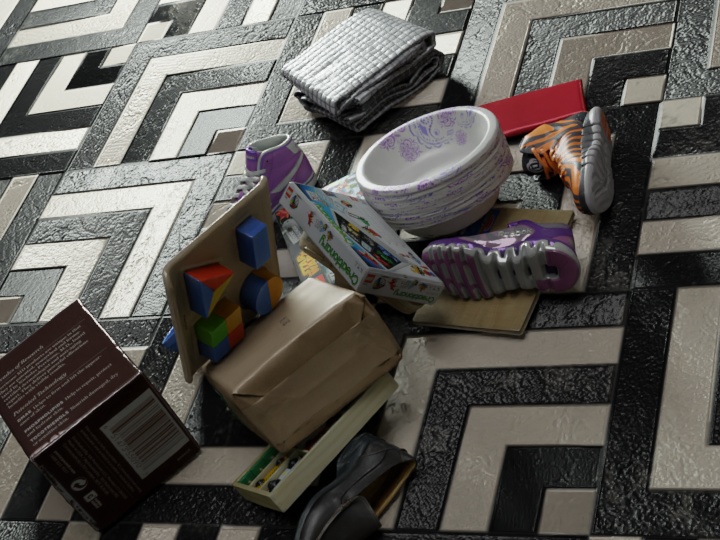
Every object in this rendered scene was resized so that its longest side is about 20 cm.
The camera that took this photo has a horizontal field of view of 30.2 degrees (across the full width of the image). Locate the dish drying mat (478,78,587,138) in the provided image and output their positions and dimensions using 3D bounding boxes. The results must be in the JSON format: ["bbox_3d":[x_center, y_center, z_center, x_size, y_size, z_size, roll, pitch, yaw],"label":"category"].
[{"bbox_3d":[0.215,-0.214,1.855,0.200,0.018,0.077,-14,44,16],"label":"dish drying mat"}]

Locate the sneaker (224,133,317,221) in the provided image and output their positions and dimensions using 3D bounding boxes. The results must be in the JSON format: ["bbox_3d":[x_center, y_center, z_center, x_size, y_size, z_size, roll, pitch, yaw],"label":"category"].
[{"bbox_3d":[-0.160,-0.114,1.891,0.073,0.114,0.201,26,65,42],"label":"sneaker"}]

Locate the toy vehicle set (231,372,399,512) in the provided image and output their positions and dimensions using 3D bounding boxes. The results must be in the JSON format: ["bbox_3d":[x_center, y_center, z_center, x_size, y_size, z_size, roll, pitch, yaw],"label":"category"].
[{"bbox_3d":[-0.053,0.191,1.542,0.200,0.027,0.124,-46,16,-21],"label":"toy vehicle set"}]

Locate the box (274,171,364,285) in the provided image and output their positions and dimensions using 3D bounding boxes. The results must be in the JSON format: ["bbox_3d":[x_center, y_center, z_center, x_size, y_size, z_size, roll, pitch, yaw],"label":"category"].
[{"bbox_3d":[-0.028,-0.040,1.796,0.137,0.040,0.200,-28,41,3],"label":"box"}]

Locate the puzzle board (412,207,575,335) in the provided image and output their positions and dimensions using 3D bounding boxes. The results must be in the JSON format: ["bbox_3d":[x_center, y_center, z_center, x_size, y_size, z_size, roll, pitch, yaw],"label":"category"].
[{"bbox_3d":[0.169,-0.002,1.666,0.150,0.017,0.200,4,50,34],"label":"puzzle board"}]

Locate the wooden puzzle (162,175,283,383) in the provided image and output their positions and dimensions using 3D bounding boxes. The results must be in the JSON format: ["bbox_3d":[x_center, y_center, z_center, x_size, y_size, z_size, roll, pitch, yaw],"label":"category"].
[{"bbox_3d":[-0.149,0.015,1.563,0.046,0.185,0.200,23,51,24],"label":"wooden puzzle"}]

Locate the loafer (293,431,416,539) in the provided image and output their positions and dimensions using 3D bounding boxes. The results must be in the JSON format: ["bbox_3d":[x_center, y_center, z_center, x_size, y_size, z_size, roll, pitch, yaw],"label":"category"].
[{"bbox_3d":[-0.010,0.265,1.454,0.072,0.073,0.200,10,55,32],"label":"loafer"}]

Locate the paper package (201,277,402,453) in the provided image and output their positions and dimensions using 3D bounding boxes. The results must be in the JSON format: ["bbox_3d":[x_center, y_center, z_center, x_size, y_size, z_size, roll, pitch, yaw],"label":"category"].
[{"bbox_3d":[-0.074,0.107,1.566,0.191,0.104,0.200,-38,14,-11],"label":"paper package"}]

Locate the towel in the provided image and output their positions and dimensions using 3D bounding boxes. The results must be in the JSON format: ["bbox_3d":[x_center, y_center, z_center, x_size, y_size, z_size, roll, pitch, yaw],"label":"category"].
[{"bbox_3d":[0.005,-0.300,2.013,0.200,0.086,0.166,-40,43,-15],"label":"towel"}]

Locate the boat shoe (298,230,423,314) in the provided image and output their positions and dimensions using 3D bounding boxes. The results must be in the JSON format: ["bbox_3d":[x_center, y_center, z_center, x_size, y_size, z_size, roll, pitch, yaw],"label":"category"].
[{"bbox_3d":[0.000,0.000,1.678,0.200,0.072,0.065,39,113,27],"label":"boat shoe"}]

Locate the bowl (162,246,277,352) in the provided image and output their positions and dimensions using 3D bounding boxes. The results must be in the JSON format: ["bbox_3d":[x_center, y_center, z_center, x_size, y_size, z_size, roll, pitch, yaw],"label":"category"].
[{"bbox_3d":[-0.180,0.030,1.733,0.201,0.039,0.201,-49,8,9],"label":"bowl"}]

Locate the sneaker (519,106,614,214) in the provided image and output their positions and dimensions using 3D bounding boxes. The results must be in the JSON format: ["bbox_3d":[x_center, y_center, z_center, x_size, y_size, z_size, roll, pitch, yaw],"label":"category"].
[{"bbox_3d":[0.262,-0.128,1.708,0.112,0.078,0.200,-15,32,22],"label":"sneaker"}]

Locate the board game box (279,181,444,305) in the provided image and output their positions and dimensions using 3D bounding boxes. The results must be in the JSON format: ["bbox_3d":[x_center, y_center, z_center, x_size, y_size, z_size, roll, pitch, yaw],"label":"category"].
[{"bbox_3d":[0.000,-0.034,1.614,0.200,0.126,0.035,49,118,43],"label":"board game box"}]

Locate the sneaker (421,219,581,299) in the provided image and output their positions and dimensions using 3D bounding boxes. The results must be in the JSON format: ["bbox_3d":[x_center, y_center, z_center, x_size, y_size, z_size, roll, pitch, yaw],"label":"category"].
[{"bbox_3d":[0.175,-0.022,1.618,0.200,0.081,0.089,-2,40,23],"label":"sneaker"}]

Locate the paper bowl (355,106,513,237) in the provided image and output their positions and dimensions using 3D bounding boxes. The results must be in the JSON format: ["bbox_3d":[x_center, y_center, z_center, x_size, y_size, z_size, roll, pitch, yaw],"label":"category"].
[{"bbox_3d":[0.102,-0.120,1.738,0.200,0.104,0.201,-20,28,11],"label":"paper bowl"}]

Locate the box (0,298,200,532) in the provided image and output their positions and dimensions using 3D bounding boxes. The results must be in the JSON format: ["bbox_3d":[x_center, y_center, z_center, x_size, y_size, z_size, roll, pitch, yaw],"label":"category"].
[{"bbox_3d":[-0.337,0.178,1.651,0.164,0.166,0.200,-40,41,-11],"label":"box"}]
